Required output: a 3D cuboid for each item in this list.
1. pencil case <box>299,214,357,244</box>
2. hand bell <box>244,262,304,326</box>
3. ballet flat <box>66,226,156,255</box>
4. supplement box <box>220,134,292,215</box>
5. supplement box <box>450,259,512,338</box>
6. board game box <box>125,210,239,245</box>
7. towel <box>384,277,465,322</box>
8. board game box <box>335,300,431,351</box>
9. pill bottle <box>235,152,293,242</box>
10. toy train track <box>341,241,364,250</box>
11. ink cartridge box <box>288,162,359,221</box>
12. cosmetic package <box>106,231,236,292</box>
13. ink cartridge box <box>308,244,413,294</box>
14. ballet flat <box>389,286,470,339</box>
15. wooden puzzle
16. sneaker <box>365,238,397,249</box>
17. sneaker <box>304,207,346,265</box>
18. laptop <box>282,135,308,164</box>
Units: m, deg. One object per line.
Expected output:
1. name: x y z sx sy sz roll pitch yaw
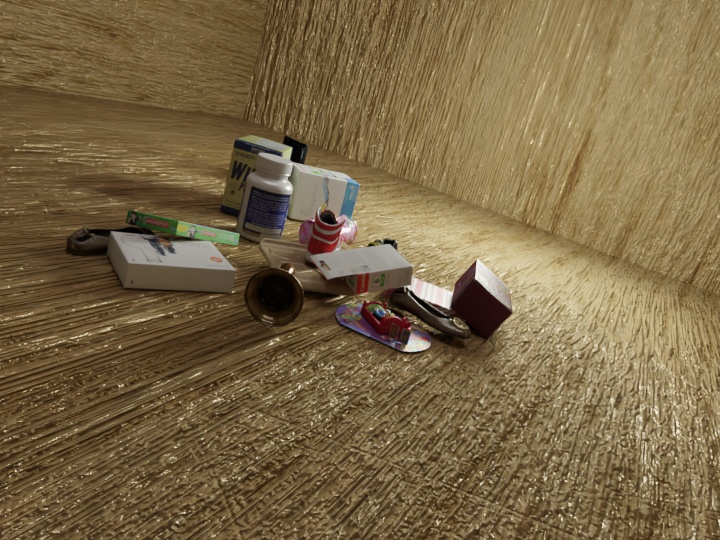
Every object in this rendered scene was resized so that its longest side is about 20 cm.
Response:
1. pencil case: -0.084 -0.102 1.573 0.086 0.089 0.199 24 17 24
2. hand bell: -0.145 0.018 1.099 0.102 0.106 0.200 15 16 -3
3. ballet flat: -0.472 -0.066 1.142 0.067 0.047 0.199 26 19 26
4. supplement box: -0.289 -0.263 1.677 0.132 0.203 0.200 15 16 -2
5. supplement box: 0.277 0.060 1.356 0.110 0.086 0.200 41 18 0
6. board game box: -0.364 -0.086 1.233 0.132 0.030 0.199 11 0 24
7. towel: 0.159 0.063 1.396 0.197 0.030 0.146 22 17 5
8. board game box: 0.051 0.092 1.164 0.197 0.040 0.158 23 18 16
9. pill bottle: -0.233 -0.180 1.469 0.118 0.203 0.120 15 17 -5
10. toy train track: -0.059 -0.031 1.476 0.198 0.033 0.114 -7 35 -41
11. ink cartridge box: -0.131 -0.232 1.830 0.197 0.149 0.147 8 18 -26
12. cosmetic package: -0.350 -0.015 1.098 0.197 0.052 0.151 5 23 -37
13. ink cartridge box: 0.000 0.000 1.245 0.197 0.051 0.109 -9 31 -24
14. ballet flat: 0.146 0.085 1.235 0.198 0.047 0.067 28 8 33
15. wooden puzzle: -0.119 0.001 1.291 0.182 0.047 0.200 8 24 -26
16. sneaker: 0.021 -0.031 1.420 0.074 0.086 0.199 15 19 35
17. sneaker: -0.070 -0.093 1.341 0.070 0.114 0.200 19 21 1
18. laptop: -0.254 -0.363 2.070 0.199 0.180 0.102 30 20 35
